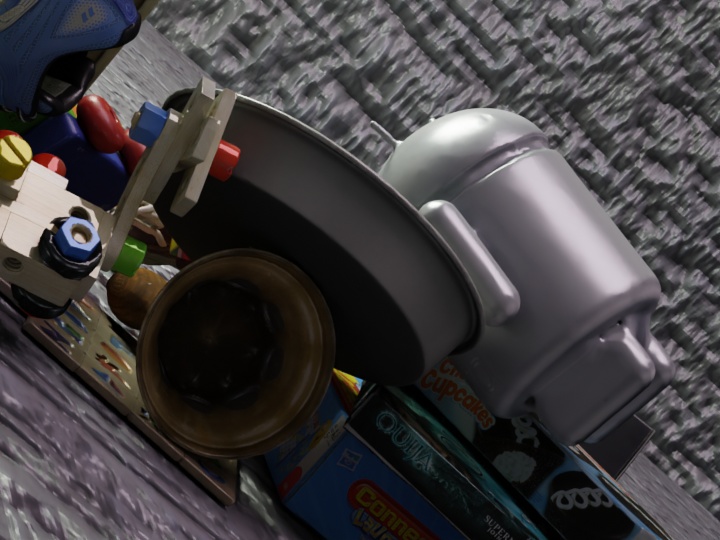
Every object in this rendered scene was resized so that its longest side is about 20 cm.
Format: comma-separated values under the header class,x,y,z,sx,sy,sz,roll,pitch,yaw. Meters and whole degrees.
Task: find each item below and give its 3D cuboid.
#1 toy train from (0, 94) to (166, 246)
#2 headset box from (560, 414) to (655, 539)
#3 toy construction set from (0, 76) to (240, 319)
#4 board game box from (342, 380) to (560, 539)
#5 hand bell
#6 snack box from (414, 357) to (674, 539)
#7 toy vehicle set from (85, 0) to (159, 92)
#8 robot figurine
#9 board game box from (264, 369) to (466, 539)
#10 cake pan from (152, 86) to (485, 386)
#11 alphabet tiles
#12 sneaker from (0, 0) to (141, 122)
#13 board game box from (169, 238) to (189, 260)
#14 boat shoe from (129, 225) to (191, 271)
class,x,y,z,sx,sy,sz,roll,pitch,yaw
toy train,-0.169,-0.080,1.486,0.116,0.084,0.200,62,6,17
headset box,0.082,0.097,1.691,0.174,0.093,0.200,40,-14,4
toy construction set,-0.159,-0.057,1.223,0.199,0.092,0.132,16,46,-4
board game box,0.052,0.108,1.438,0.135,0.028,0.200,43,5,-1
hand bell,-0.097,0.024,1.367,0.104,0.104,0.200,40,-6,-24
snack box,0.103,0.107,1.459,0.200,0.037,0.116,45,4,34
toy vehicle set,-0.149,-0.172,1.304,0.124,0.200,0.027,35,49,-11
robot figurine,0.079,-0.003,1.388,0.200,0.113,0.169,53,13,15
board game box,0.031,0.139,1.501,0.196,0.056,0.200,41,5,-17
cake pan,-0.029,-0.011,1.320,0.200,0.037,0.201,32,-21,14
alphabet tiles,-0.139,0.035,1.343,0.200,0.008,0.167,42,5,-7
sneaker,-0.187,-0.104,1.313,0.089,0.199,0.079,51,45,-19
board game box,0.000,0.000,1.482,0.199,0.030,0.095,16,-18,-19
boat shoe,-0.112,-0.040,1.582,0.072,0.072,0.199,31,-14,-36
